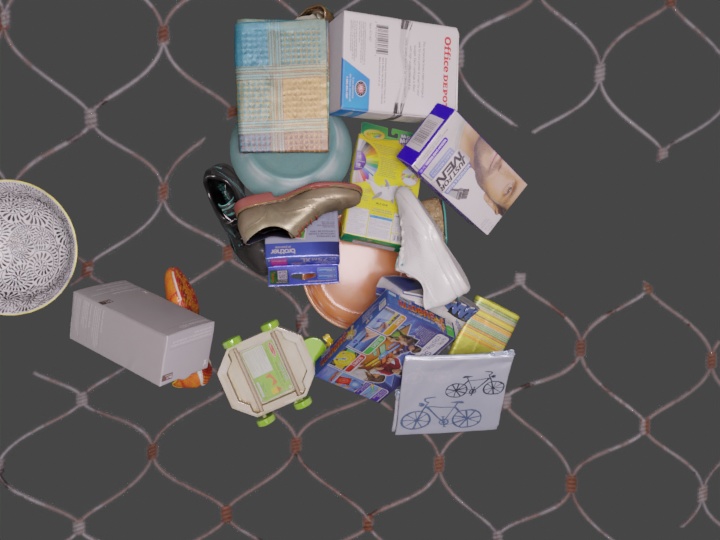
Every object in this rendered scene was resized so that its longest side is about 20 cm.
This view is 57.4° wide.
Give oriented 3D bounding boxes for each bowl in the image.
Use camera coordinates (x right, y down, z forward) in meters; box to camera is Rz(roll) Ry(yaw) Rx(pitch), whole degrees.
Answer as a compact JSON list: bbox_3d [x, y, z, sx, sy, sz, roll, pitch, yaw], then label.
[{"bbox_3d":[-0.529,-0.036,1.026,0.198,0.094,0.203,0,93,-5],"label":"bowl"}]

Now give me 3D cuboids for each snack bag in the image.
[{"bbox_3d":[0.148,0.202,1.086,0.186,0.022,0.201,-2,129,-4],"label":"snack bag"}]

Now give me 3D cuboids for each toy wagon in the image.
[{"bbox_3d":[-0.135,0.162,1.105,0.198,0.040,0.156,-23,96,-5],"label":"toy wagon"}]

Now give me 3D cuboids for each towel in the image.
[{"bbox_3d":[-0.120,-0.283,1.015,0.145,0.022,0.202,-1,95,-5],"label":"towel"},{"bbox_3d":[0.196,0.149,1.149,0.085,0.018,0.201,27,91,-2],"label":"towel"}]

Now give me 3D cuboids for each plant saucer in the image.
[{"bbox_3d":[-0.111,-0.205,1.054,0.198,0.036,0.202,1,73,-5],"label":"plant saucer"},{"bbox_3d":[0.000,0.000,1.109,0.198,0.037,0.202,0,94,-6],"label":"plant saucer"}]

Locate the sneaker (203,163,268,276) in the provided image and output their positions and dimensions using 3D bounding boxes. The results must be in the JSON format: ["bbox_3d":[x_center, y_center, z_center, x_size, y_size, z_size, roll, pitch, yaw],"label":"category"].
[{"bbox_3d":[-0.198,-0.076,1.061,0.075,0.079,0.201,-30,96,7],"label":"sneaker"}]

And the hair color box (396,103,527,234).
[{"bbox_3d":[0.166,-0.160,1.061,0.199,0.065,0.110,35,96,-33],"label":"hair color box"}]

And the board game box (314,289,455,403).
[{"bbox_3d":[0.036,0.127,1.045,0.135,0.035,0.200,27,126,-25],"label":"board game box"}]

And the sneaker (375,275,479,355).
[{"bbox_3d":[0.104,0.086,1.080,0.198,0.080,0.116,16,104,-39],"label":"sneaker"}]

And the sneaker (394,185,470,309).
[{"bbox_3d":[0.084,-0.036,1.002,0.088,0.075,0.201,-32,66,15],"label":"sneaker"}]

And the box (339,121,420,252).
[{"bbox_3d":[0.037,-0.138,1.078,0.116,0.048,0.202,12,76,-8],"label":"box"}]

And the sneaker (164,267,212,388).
[{"bbox_3d":[-0.299,0.096,1.070,0.076,0.073,0.202,-9,92,5],"label":"sneaker"}]

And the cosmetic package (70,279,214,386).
[{"bbox_3d":[-0.333,0.091,1.001,0.198,0.107,0.091,17,106,23],"label":"cosmetic package"}]

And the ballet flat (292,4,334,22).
[{"bbox_3d":[-0.122,-0.357,1.056,0.200,0.072,0.068,-40,85,-1],"label":"ballet flat"}]

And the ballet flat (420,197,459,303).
[{"bbox_3d":[0.115,-0.032,1.069,0.065,0.071,0.201,-4,53,-2],"label":"ballet flat"}]

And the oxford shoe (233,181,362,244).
[{"bbox_3d":[-0.089,-0.083,1.001,0.198,0.071,0.075,-13,69,-1],"label":"oxford shoe"}]

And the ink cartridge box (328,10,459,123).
[{"bbox_3d":[0.050,-0.316,1.048,0.198,0.084,0.148,1,94,-22],"label":"ink cartridge box"}]

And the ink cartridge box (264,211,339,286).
[{"bbox_3d":[-0.094,-0.075,1.053,0.118,0.042,0.202,-2,69,-5],"label":"ink cartridge box"}]
